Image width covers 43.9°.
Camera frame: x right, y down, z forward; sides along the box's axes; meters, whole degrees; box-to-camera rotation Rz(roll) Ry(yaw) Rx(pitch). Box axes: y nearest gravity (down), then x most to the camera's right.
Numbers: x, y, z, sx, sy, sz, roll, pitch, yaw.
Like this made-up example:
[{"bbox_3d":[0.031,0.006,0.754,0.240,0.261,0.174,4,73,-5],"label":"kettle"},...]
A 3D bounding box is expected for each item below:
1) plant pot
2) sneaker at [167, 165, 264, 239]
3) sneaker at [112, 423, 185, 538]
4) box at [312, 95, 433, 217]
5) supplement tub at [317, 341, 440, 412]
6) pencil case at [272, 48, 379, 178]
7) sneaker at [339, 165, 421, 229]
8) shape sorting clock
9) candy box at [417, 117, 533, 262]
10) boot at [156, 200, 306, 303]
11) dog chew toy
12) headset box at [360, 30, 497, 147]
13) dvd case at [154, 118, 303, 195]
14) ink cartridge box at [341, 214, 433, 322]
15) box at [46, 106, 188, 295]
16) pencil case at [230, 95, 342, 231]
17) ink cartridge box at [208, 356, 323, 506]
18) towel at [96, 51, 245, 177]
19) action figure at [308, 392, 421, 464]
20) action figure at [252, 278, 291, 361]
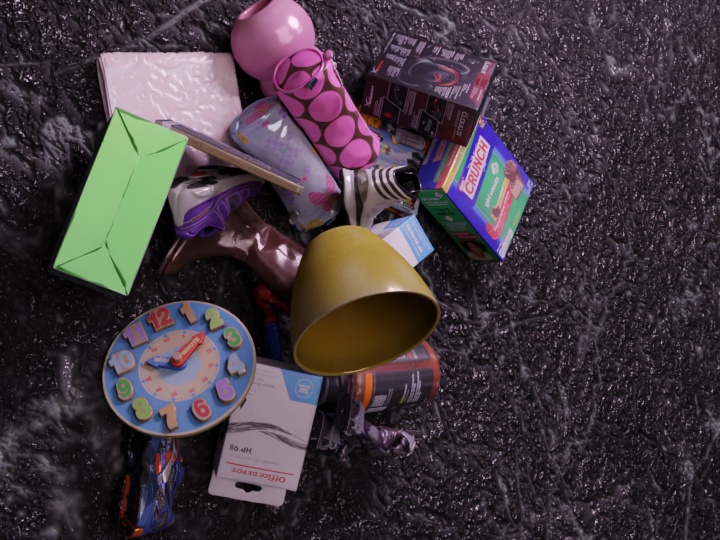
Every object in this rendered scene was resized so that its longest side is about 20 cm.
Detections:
[{"bbox_3d":[-0.011,0.028,1.184,0.198,0.200,0.143,4,51,-33],"label":"plant pot"},{"bbox_3d":[-0.195,-0.091,1.187,0.200,0.080,0.084,-35,132,-61],"label":"sneaker"},{"bbox_3d":[-0.268,0.246,1.172,0.078,0.075,0.202,20,75,-47],"label":"sneaker"},{"bbox_3d":[0.018,-0.184,1.427,0.199,0.040,0.138,23,73,-30],"label":"box"},{"bbox_3d":[0.015,0.159,1.342,0.198,0.107,0.108,0,84,-34],"label":"supplement tub"},{"bbox_3d":[-0.041,-0.221,1.273,0.093,0.091,0.200,-31,139,6],"label":"pencil case"},{"bbox_3d":[0.034,-0.101,1.325,0.114,0.201,0.077,-5,78,4],"label":"sneaker"},{"bbox_3d":[-0.234,0.122,1.154,0.200,0.199,0.039,-46,151,-29],"label":"shape sorting clock"},{"bbox_3d":[0.190,-0.140,1.492,0.200,0.077,0.170,43,61,-34],"label":"candy box"},{"bbox_3d":[-0.155,-0.004,1.233,0.200,0.064,0.187,40,55,-4],"label":"boot"},{"bbox_3d":[-0.104,-0.297,1.316,0.125,0.124,0.201,-49,124,-28],"label":"dog chew toy"},{"bbox_3d":[0.118,-0.284,1.400,0.198,0.075,0.149,19,45,6],"label":"headset box"},{"bbox_3d":[-0.168,-0.151,1.169,0.198,0.149,0.016,23,97,-9],"label":"dvd case"},{"bbox_3d":[0.000,0.000,1.346,0.200,0.115,0.068,-38,105,-31],"label":"ink cartridge box"},{"bbox_3d":[-0.300,-0.076,1.097,0.096,0.176,0.202,22,82,-20],"label":"box"},{"bbox_3d":[-0.105,-0.153,1.295,0.090,0.083,0.201,-34,119,-1],"label":"pencil case"},{"bbox_3d":[-0.131,0.225,1.217,0.115,0.067,0.202,13,91,-14],"label":"ink cartridge box"},{"bbox_3d":[-0.257,-0.210,1.251,0.198,0.032,0.193,-9,90,-34],"label":"towel"},{"bbox_3d":[0.005,0.243,1.293,0.200,0.129,0.070,36,41,-50],"label":"action figure"},{"bbox_3d":[-0.103,0.088,1.294,0.098,0.065,0.202,-8,89,-20],"label":"action figure"}]
